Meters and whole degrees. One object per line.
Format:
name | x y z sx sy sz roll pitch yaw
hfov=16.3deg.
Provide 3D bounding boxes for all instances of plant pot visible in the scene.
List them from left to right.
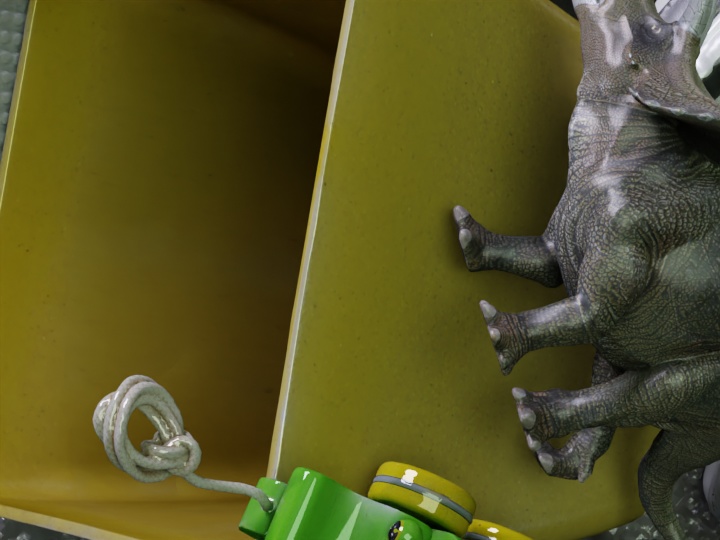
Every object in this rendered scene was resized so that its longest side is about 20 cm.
plant pot | 0.000 0.000 0.832 0.176 0.200 0.200 12 86 -34

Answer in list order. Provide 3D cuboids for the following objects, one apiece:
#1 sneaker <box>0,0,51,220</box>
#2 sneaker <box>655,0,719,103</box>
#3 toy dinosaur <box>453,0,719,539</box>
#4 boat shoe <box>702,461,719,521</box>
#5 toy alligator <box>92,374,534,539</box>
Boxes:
sneaker | -0.169 -0.110 0.859 0.078 0.079 0.200 -43 126 -44
sneaker | 0.130 -0.116 0.799 0.080 0.074 0.200 32 72 21
toy dinosaur | 0.089 0.013 0.727 0.102 0.077 0.200 -20 113 4
boat shoe | 0.204 0.024 0.936 0.200 0.069 0.071 -40 111 -2
toy alligator | 0.011 0.084 0.692 0.200 0.054 0.059 37 70 -39
